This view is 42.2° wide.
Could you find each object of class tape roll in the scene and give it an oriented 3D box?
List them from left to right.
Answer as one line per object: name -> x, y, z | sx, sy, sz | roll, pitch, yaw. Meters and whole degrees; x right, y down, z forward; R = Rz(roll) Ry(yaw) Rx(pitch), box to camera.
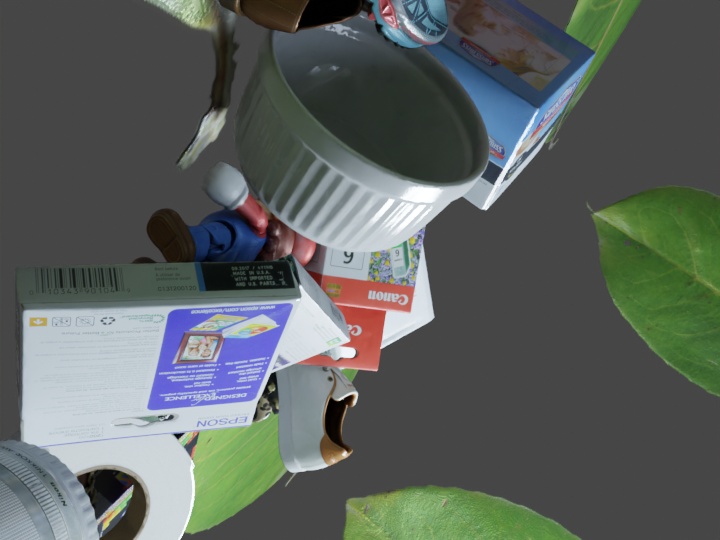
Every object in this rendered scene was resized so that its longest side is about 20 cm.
tape roll -> -0.245, 0.214, 0.837 | 0.202, 0.037, 0.204 | -15, 117, -30

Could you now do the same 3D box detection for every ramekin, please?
ramekin -> -0.007, -0.109, 0.747 | 0.105, 0.200, 0.200 | -50, 174, 38

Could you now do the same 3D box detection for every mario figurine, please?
mario figurine -> -0.126, -0.035, 0.842 | 0.123, 0.107, 0.200 | -17, 180, 35

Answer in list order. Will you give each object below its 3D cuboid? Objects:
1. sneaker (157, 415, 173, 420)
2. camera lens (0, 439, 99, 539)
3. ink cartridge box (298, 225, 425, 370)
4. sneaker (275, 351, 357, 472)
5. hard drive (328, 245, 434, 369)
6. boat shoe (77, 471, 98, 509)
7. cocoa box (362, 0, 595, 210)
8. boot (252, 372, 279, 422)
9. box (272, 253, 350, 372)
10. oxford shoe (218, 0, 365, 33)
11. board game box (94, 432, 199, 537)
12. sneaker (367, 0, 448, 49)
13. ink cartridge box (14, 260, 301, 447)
sneaker -> -0.184, 0.110, 0.987 | 0.200, 0.072, 0.083 | -45, 165, -39
camera lens -> -0.287, 0.205, 0.611 | 0.160, 0.160, 0.200 | -55, 169, 12
ink cartridge box -> 0.000, 0.000, 0.911 | 0.050, 0.108, 0.201 | 13, -86, 60
sneaker -> -0.042, 0.102, 0.967 | 0.084, 0.201, 0.073 | -13, 165, 21
hard drive -> 0.009, -0.007, 0.989 | 0.131, 0.025, 0.201 | -27, 124, -24
boat shoe -> -0.280, 0.208, 0.885 | 0.201, 0.072, 0.076 | -59, 168, 26
cocoa box -> 0.088, -0.185, 0.874 | 0.133, 0.200, 0.132 | -44, 165, -41
boot -> -0.125, 0.088, 0.976 | 0.200, 0.073, 0.152 | -46, 126, -60
box -> -0.122, 0.062, 0.821 | 0.199, 0.037, 0.144 | -23, 153, 6
oxford shoe -> -0.018, -0.214, 0.685 | 0.200, 0.071, 0.072 | -45, 165, -45
board game box -> -0.275, 0.254, 1.095 | 0.200, 0.057, 0.166 | -46, 166, -35
sneaker -> 0.040, -0.228, 0.621 | 0.200, 0.095, 0.080 | 60, 32, -52
ink cartridge box -> -0.164, 0.067, 0.725 | 0.197, 0.044, 0.200 | -2, 143, -22
